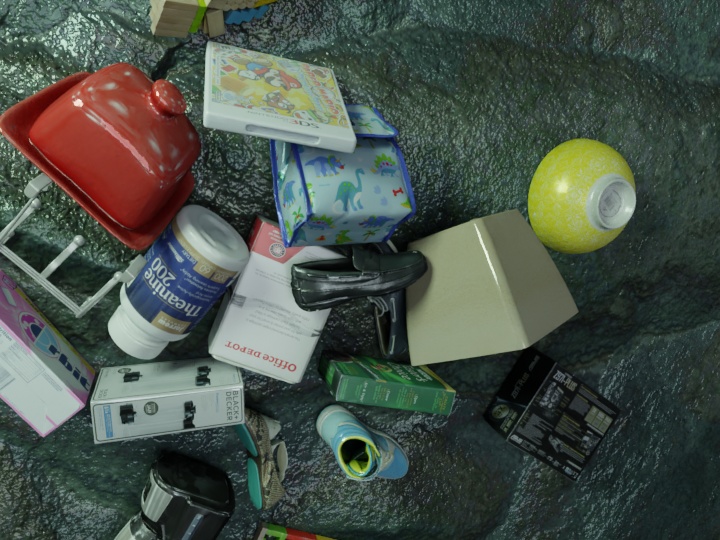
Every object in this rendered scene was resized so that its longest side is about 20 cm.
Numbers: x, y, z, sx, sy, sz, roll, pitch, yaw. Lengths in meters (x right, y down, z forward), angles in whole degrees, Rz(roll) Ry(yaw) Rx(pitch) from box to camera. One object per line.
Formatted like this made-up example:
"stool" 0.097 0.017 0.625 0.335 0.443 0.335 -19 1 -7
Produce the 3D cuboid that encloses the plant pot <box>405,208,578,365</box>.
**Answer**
"plant pot" 0.179 0.017 0.851 0.198 0.198 0.181 -16 90 -47

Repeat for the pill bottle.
"pill bottle" -0.248 0.021 0.757 0.110 0.112 0.200 37 106 -22

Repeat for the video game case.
"video game case" -0.106 -0.225 0.719 0.178 0.202 0.023 6 131 -20

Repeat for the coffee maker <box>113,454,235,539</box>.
"coffee maker" -0.275 0.404 0.861 0.191 0.134 0.202 30 94 -46

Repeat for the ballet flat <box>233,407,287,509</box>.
"ballet flat" -0.155 0.284 0.900 0.074 0.067 0.204 -24 117 -34

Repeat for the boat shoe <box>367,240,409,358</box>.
"boat shoe" 0.039 0.046 0.897 0.061 0.075 0.204 -23 119 -23

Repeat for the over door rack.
"over door rack" -0.356 -0.029 0.698 0.148 0.198 0.067 46 46 -21

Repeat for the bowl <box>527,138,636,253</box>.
"bowl" 0.396 -0.119 0.956 0.196 0.108 0.205 -4 104 -17

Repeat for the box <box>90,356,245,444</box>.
"box" -0.266 0.177 0.800 0.196 0.117 0.062 -4 105 -18

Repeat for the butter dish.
"butter dish" -0.261 -0.163 0.658 0.146 0.201 0.200 -31 115 26

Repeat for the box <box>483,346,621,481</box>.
"box" 0.355 0.266 1.047 0.198 0.086 0.166 32 92 -23

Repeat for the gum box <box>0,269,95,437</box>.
"gum box" -0.438 0.099 0.723 0.066 0.113 0.202 -35 112 -7

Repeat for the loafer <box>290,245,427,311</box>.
"loafer" 0.000 0.000 0.782 0.196 0.068 0.072 -13 114 -11

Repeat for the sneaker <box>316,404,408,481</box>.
"sneaker" 0.019 0.311 0.921 0.199 0.130 0.080 36 89 -23

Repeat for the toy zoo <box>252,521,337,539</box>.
"toy zoo" -0.111 0.523 0.989 0.197 0.020 0.133 24 94 -23

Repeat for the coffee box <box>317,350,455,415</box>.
"coffee box" 0.039 0.177 0.902 0.196 0.123 0.045 12 97 -19

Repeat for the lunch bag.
"lunch bag" -0.032 -0.146 0.781 0.167 0.127 0.204 -3 68 -28

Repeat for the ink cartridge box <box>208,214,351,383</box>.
"ink cartridge box" -0.122 0.042 0.833 0.145 0.083 0.203 23 95 -21

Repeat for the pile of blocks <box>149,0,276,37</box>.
"pile of blocks" -0.182 -0.361 0.731 0.197 0.082 0.063 -21 79 -18
